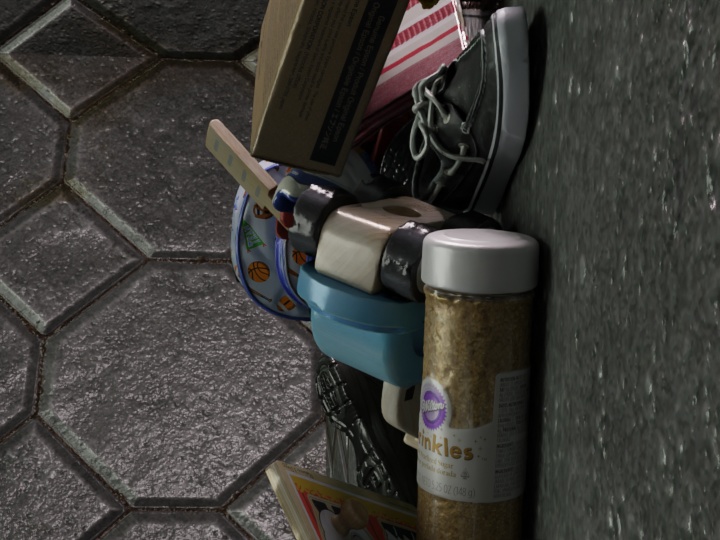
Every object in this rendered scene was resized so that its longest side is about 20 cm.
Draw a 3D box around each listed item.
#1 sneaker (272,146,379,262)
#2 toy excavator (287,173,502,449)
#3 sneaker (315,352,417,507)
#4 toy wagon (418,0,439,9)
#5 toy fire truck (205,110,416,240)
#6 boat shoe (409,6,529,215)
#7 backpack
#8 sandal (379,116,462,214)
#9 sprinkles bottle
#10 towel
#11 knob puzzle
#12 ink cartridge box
[{"bbox_3d":[0.000,0.000,1.142,0.200,0.088,0.075,58,146,-5],"label":"sneaker"},{"bbox_3d":[0.027,0.044,0.962,0.194,0.100,0.201,-12,-60,-55],"label":"toy excavator"},{"bbox_3d":[0.034,0.152,1.285,0.201,0.090,0.076,68,152,17],"label":"sneaker"},{"bbox_3d":[0.062,-0.289,1.042,0.155,0.039,0.201,26,-116,-78],"label":"toy wagon"},{"bbox_3d":[-0.031,-0.093,1.235,0.129,0.199,0.177,-94,15,-47],"label":"toy fire truck"},{"bbox_3d":[0.065,-0.098,0.914,0.199,0.068,0.074,101,169,-69],"label":"boat shoe"},{"bbox_3d":[-0.031,-0.030,1.392,0.154,0.189,0.201,-136,49,-84],"label":"backpack"},{"bbox_3d":[0.052,-0.028,1.092,0.048,0.075,0.201,-52,-33,-67],"label":"sandal"},{"bbox_3d":[0.067,0.078,0.843,0.068,0.068,0.201,-111,22,-79],"label":"sprinkles bottle"},{"bbox_3d":[0.021,-0.176,1.164,0.023,0.144,0.200,51,-160,-31],"label":"towel"},{"bbox_3d":[0.039,0.206,0.863,0.220,0.030,0.220,47,-165,-16],"label":"knob puzzle"},{"bbox_3d":[-0.023,-0.193,1.063,0.200,0.075,0.165,-92,19,-52],"label":"ink cartridge box"}]
